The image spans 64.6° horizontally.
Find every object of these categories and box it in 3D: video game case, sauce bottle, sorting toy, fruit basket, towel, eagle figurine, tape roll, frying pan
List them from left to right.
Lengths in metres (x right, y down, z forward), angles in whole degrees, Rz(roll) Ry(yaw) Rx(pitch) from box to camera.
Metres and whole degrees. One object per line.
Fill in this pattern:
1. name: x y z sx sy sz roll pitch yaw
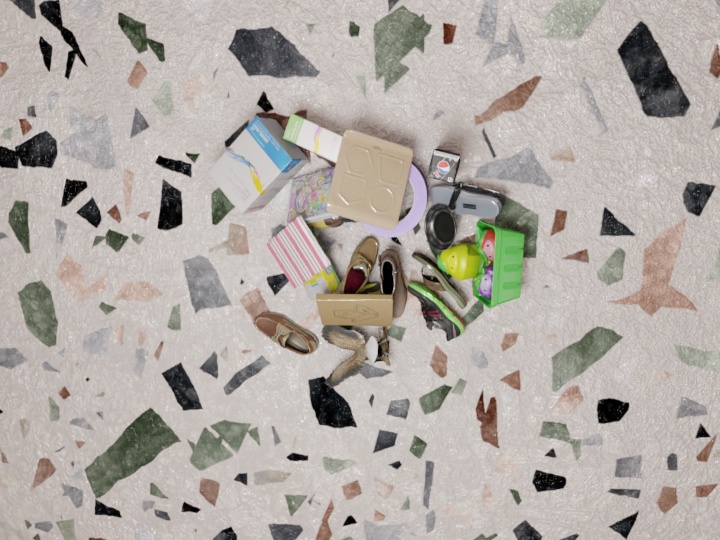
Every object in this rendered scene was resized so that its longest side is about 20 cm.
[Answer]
1. towel: -0.163 -0.046 1.493 0.199 0.030 0.148 -30 95 50
2. video game case: -0.105 -0.195 1.470 0.195 0.018 0.147 -10 60 28
3. sauce bottle: -0.085 -0.142 1.484 0.196 0.064 0.067 3 105 39
4. eagle figurine: -0.017 0.227 1.564 0.193 0.153 0.155 -6 122 6
5. sorting toy: 0.023 -0.219 1.386 0.179 0.036 0.206 14 90 -9
6. tape roll: 0.078 -0.194 1.476 0.193 0.085 0.207 2 103 10
7. frying pan: 0.212 -0.147 1.459 0.114 0.030 0.196 31 122 46
8. fruit basket: 0.301 -0.020 1.453 0.208 0.156 0.223 -2 103 -9

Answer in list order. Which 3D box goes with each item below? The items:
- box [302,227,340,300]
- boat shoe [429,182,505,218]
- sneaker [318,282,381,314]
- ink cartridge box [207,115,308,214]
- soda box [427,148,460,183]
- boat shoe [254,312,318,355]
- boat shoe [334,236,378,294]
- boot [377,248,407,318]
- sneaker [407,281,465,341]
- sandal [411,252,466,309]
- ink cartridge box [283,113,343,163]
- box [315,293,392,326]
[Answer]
1. box: -0.139 -0.027 1.540 0.116 0.048 0.204 -18 103 52
2. boat shoe: 0.272 -0.189 1.448 0.195 0.068 0.075 12 132 35
3. sneaker: -0.023 0.105 1.563 0.195 0.075 0.086 -18 112 21
4. ink cartridge box: -0.264 -0.271 1.482 0.199 0.147 0.145 -42 90 16
5. soda box: 0.204 -0.256 1.380 0.069 0.200 0.065 14 105 6
6. boat shoe: -0.213 0.180 1.612 0.195 0.072 0.078 21 105 4
7. boat shoe: 0.000 0.000 1.500 0.073 0.066 0.204 28 74 -12
8. boot: 0.080 0.044 1.494 0.068 0.146 0.207 -7 101 10
9. sneaker: 0.193 0.111 1.527 0.200 0.077 0.084 45 103 0
10. sandal: 0.202 0.033 1.504 0.057 0.080 0.202 -41 94 11
11. ink cartridge box: -0.087 -0.326 1.457 0.195 0.117 0.069 25 102 4
12. box: -0.013 0.104 1.477 0.193 0.165 0.022 1 62 4
